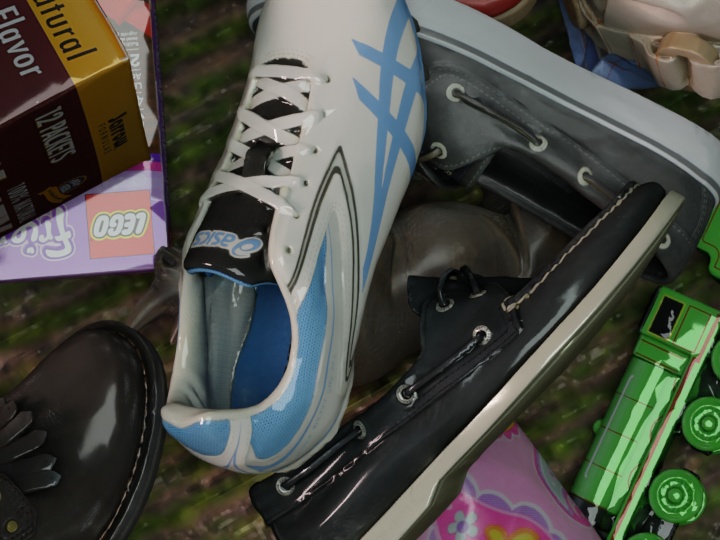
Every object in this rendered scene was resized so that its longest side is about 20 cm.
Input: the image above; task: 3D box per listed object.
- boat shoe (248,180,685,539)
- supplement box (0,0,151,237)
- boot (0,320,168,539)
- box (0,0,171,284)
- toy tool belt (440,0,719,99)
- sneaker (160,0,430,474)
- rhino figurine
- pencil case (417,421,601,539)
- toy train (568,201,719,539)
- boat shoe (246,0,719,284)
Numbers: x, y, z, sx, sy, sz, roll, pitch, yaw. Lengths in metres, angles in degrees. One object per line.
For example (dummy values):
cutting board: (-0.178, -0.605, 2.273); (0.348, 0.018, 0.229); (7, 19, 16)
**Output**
boat shoe: (0.035, 0.032, 0.950); (0.066, 0.075, 0.199); (42, 99, 10)
supplement box: (-0.213, -0.092, 0.945); (0.200, 0.133, 0.197); (-29, 79, -8)
boot: (-0.162, 0.072, 0.857); (0.069, 0.174, 0.200); (29, 77, 35)
box: (-0.179, -0.060, 1.039); (0.200, 0.039, 0.137); (-5, 88, -3)
toy tool belt: (0.124, -0.120, 1.024); (0.200, 0.123, 0.125); (-12, 77, 2)
sneaker: (-0.026, -0.027, 0.916); (0.072, 0.072, 0.200); (7, 83, 30)
rhino figurine: (0.000, 0.000, 1.026); (0.200, 0.060, 0.087); (-17, 88, -14)
pencil case: (0.063, 0.136, 1.010); (0.087, 0.087, 0.200); (-36, 79, -4)
toy train: (0.136, 0.039, 1.052); (0.056, 0.042, 0.200); (25, 88, 12)
boat shoe: (0.046, -0.056, 0.981); (0.200, 0.069, 0.057); (23, 69, -6)
